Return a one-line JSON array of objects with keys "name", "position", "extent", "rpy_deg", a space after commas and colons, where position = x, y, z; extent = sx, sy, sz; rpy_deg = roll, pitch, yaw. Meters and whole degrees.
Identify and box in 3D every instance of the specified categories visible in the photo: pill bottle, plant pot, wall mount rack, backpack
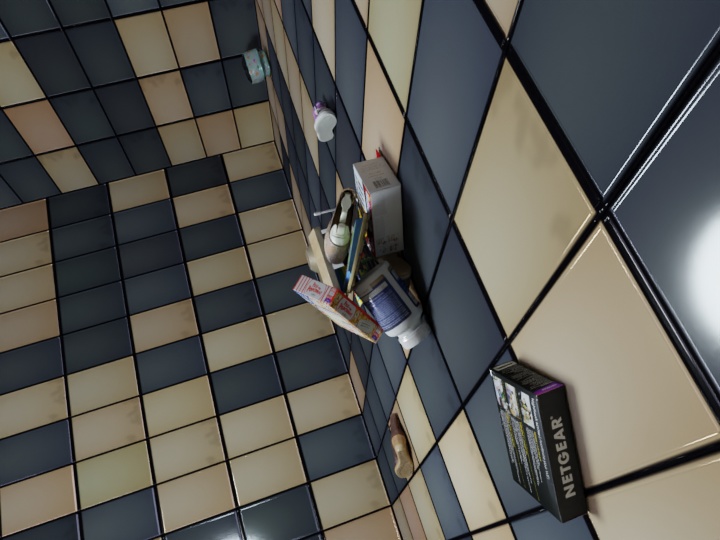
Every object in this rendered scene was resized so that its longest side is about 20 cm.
[{"name": "pill bottle", "position": [0.081, 0.087, 1.426], "extent": [0.201, 0.110, 0.111], "rpy_deg": [52, 171, -5]}, {"name": "plant pot", "position": [-0.176, -0.065, 2.676], "extent": [0.200, 0.132, 0.205], "rpy_deg": [163, 90, -80]}, {"name": "wall mount rack", "position": [-0.043, -0.126, 1.763], "extent": [0.074, 0.172, 0.204], "rpy_deg": [-23, 79, 42]}, {"name": "backpack", "position": [-0.583, -1.142, 3.266], "extent": [0.200, 0.150, 0.179], "rpy_deg": [-106, 1, -76]}]

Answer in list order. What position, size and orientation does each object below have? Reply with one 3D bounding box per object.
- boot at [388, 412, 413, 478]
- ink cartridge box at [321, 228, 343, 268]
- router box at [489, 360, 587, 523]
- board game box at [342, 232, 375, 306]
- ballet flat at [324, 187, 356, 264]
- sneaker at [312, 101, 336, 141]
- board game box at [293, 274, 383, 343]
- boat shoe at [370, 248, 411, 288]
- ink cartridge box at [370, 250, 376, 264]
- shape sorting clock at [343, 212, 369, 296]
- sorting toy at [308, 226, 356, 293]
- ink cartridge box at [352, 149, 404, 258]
[{"name": "boot", "position": [0.150, 0.660, 2.211], "extent": [0.168, 0.071, 0.203], "rpy_deg": [-99, 0, -53]}, {"name": "ink cartridge box", "position": [-0.071, -0.058, 2.157], "extent": [0.067, 0.113, 0.204], "rpy_deg": [-131, 26, -67]}, {"name": "router box", "position": [0.271, 0.257, 0.906], "extent": [0.149, 0.050, 0.204], "rpy_deg": [-157, 52, -75]}, {"name": "board game box", "position": [0.000, 0.000, 1.603], "extent": [0.200, 0.056, 0.168], "rpy_deg": [113, 135, -77]}, {"name": "ballet flat", "position": [-0.048, -0.118, 1.460], "extent": [0.067, 0.067, 0.204], "rpy_deg": [120, 160, -68]}, {"name": "sneaker", "position": [-0.129, -0.513, 1.932], "extent": [0.200, 0.071, 0.117], "rpy_deg": [134, 123, -79]}, {"name": "board game box", "position": [-0.053, 0.095, 1.441], "extent": [0.150, 0.047, 0.200], "rpy_deg": [20, 163, 46]}, {"name": "boat shoe", "position": [0.078, -0.009, 1.536], "extent": [0.200, 0.070, 0.066], "rpy_deg": [-134, 34, -58]}, {"name": "ink cartridge box", "position": [0.046, 0.016, 1.750], "extent": [0.200, 0.066, 0.118], "rpy_deg": [119, 134, -76]}, {"name": "shape sorting clock", "position": [-0.007, -0.037, 1.385], "extent": [0.200, 0.038, 0.205], "rpy_deg": [-170, 90, -87]}, {"name": "sorting toy", "position": [-0.075, -0.020, 1.618], "extent": [0.200, 0.068, 0.203], "rpy_deg": [163, 88, -81]}, {"name": "ink cartridge box", "position": [0.040, -0.169, 1.467], "extent": [0.177, 0.082, 0.203], "rpy_deg": [-115, 14, -46]}]
